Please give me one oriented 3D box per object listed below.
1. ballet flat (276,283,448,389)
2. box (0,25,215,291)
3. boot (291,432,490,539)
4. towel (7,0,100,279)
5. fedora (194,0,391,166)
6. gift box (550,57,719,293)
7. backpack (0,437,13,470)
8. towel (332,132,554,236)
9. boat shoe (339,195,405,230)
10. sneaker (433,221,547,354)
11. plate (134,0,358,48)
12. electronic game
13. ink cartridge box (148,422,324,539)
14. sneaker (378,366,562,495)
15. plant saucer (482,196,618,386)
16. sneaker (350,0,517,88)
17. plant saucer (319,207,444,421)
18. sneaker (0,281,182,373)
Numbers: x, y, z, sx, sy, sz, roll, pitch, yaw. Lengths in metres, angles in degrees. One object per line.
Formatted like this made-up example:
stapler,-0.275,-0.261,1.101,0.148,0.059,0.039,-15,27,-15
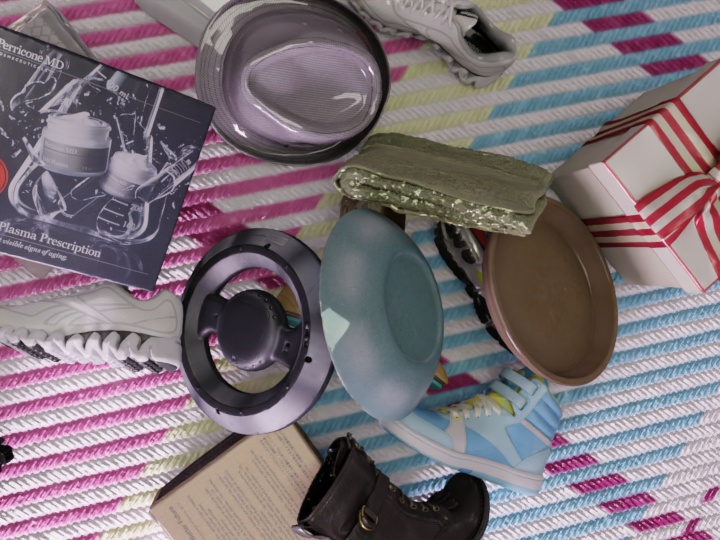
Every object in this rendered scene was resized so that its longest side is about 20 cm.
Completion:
ballet flat,0.010,0.058,0.889,0.200,0.069,0.063,25,73,-9
box,-0.261,-0.101,0.772,0.200,0.104,0.183,16,97,-28
boot,0.035,0.225,0.841,0.174,0.069,0.200,51,44,-12
towel,-0.307,-0.122,0.823,0.191,0.032,0.200,-41,116,-8
fedora,-0.059,-0.183,0.841,0.199,0.090,0.177,12,105,-18
gift box,0.337,-0.085,0.874,0.200,0.187,0.185,45,85,-5
backpack,-0.429,0.237,0.770,0.150,0.178,0.200,22,97,-5
towel,0.085,-0.091,0.844,0.199,0.148,0.037,14,119,12
boat shoe,0.000,0.000,0.855,0.063,0.073,0.200,-6,52,26
sneaker,0.162,0.011,0.908,0.085,0.077,0.200,-35,99,-21
plate,-0.100,-0.303,0.886,0.199,0.032,0.200,35,86,-8
electronic game,-0.104,0.058,0.833,0.200,0.042,0.201,-4,83,32
ink cartridge box,-0.088,0.262,0.869,0.165,0.075,0.200,-35,96,-5
sneaker,0.122,0.144,0.894,0.200,0.080,0.131,24,89,-23
plant saucer,0.193,0.021,0.879,0.200,0.029,0.201,15,65,-35
sneaker,0.076,-0.264,0.881,0.200,0.081,0.075,28,89,-13
plant saucer,0.035,0.037,0.795,0.039,0.201,0.202,-11,93,31
sneaker,-0.269,0.049,0.837,0.199,0.075,0.081,7,74,0
